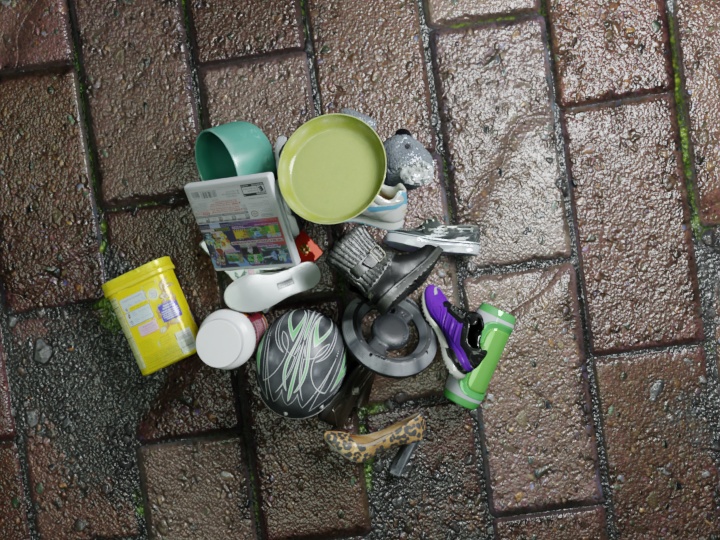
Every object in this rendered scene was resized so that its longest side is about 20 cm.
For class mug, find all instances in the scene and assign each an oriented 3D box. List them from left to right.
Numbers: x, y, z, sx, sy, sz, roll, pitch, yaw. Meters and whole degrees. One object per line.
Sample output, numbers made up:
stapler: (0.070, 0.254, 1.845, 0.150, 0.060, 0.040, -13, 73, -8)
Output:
mug: (-0.232, -0.199, 1.226, 0.114, 0.151, 0.188, -28, 104, -38)

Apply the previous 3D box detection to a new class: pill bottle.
pill bottle: (-0.250, 0.128, 1.208, 0.110, 0.200, 0.116, 0, 92, 2)

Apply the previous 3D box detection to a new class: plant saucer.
plant saucer: (-0.048, -0.176, 1.095, 0.196, 0.031, 0.205, -2, 77, 11)

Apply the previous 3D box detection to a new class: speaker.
speaker: (0.238, 0.171, 1.247, 0.087, 0.088, 0.203, 23, 92, 2)

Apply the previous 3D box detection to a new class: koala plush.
koala plush: (0.051, -0.208, 1.211, 0.196, 0.178, 0.188, 8, 103, 2)

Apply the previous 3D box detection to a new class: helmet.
helmet: (-0.115, 0.177, 1.208, 0.195, 0.191, 0.205, 0, 91, 2)

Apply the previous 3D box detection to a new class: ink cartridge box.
ink cartridge box: (-0.203, -0.045, 1.281, 0.174, 0.044, 0.200, -45, 89, 4)

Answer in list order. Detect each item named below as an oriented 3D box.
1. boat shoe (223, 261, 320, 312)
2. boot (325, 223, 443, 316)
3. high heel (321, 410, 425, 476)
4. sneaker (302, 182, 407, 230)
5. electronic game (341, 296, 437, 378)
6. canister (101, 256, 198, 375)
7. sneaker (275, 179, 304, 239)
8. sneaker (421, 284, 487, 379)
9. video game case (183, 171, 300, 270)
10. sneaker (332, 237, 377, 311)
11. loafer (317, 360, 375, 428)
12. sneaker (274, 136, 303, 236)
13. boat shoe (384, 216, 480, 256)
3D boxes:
boat shoe: (-0.174, 0.034, 1.211, 0.197, 0.063, 0.072, -15, 91, -26)
boot: (0.050, -0.028, 1.167, 0.158, 0.080, 0.210, 43, 49, 13)
high heel: (0.031, 0.321, 1.262, 0.197, 0.071, 0.145, 24, 99, -15)
sneaker: (-0.012, -0.133, 1.136, 0.195, 0.077, 0.082, 7, 124, -5)
electronic game: (0.058, 0.122, 1.221, 0.197, 0.202, 0.042, 23, 137, 1)
canister: (-0.421, 0.095, 1.273, 0.146, 0.087, 0.203, -23, 92, 3)
sneaker: (-0.155, -0.121, 1.258, 0.099, 0.075, 0.202, 32, 74, 8)
sneaker: (0.192, 0.101, 1.211, 0.099, 0.069, 0.203, -41, 54, 30)
video game case: (-0.224, -0.088, 1.178, 0.196, 0.023, 0.185, -3, 118, 26)
sneaker: (0.000, 0.001, 1.224, 0.071, 0.082, 0.201, -48, 52, 18)
loafer: (-0.006, 0.241, 1.272, 0.071, 0.073, 0.201, 37, 102, -3)
sneaker: (-0.103, -0.169, 1.197, 0.111, 0.076, 0.204, -6, 74, -6)
boat shoe: (0.146, -0.072, 1.259, 0.196, 0.072, 0.073, 6, 83, -8)
